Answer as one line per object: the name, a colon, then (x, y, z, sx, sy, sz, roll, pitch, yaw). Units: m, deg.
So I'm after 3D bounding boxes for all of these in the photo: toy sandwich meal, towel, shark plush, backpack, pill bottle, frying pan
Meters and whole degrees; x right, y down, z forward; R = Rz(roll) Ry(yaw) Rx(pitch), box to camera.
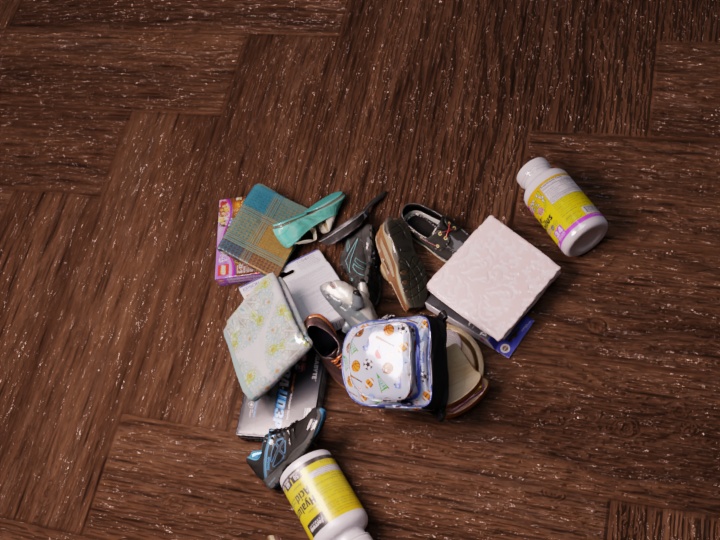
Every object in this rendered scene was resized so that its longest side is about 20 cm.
toy sandwich meal: (0.146, 0.186, 1.659, 0.203, 0.070, 0.207, -6, 63, 12)
towel: (-0.185, 0.126, 1.679, 0.171, 0.048, 0.201, -47, 48, 22)
towel: (-0.202, -0.084, 1.854, 0.146, 0.022, 0.201, 28, 55, -4)
shark plush: (-0.005, 0.103, 1.709, 0.083, 0.201, 0.091, -21, 23, 13)
towel: (0.262, 0.015, 1.698, 0.191, 0.032, 0.200, 39, 78, 24)
backpack: (0.056, 0.172, 1.583, 0.189, 0.153, 0.202, -9, 72, 37)
pill bottle: (-0.054, 0.435, 1.565, 0.111, 0.111, 0.201, -34, 61, -4)
pill bottle: (0.397, -0.132, 1.733, 0.104, 0.104, 0.201, -31, 60, -2)
frying pan: (-0.019, -0.104, 1.862, 0.114, 0.190, 0.031, -28, 98, 39)

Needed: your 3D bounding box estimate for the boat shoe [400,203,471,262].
boat shoe: (0.166, -0.073, 1.790, 0.200, 0.063, 0.074, 30, 70, 24)

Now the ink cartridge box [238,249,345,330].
ink cartridge box: (-0.127, 0.068, 1.784, 0.198, 0.041, 0.200, -26, 48, -10)

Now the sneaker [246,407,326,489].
sneaker: (-0.139, 0.320, 1.616, 0.082, 0.073, 0.200, 41, 110, 5)

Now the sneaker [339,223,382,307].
sneaker: (0.000, 0.000, 1.800, 0.079, 0.076, 0.202, -13, 53, 20)

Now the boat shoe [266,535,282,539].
boat shoe: (-0.109, 0.558, 1.552, 0.071, 0.073, 0.200, -12, 45, -26)

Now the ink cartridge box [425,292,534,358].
ink cartridge box: (0.234, 0.081, 1.711, 0.199, 0.037, 0.095, 32, 75, 24)

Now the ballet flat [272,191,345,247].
ballet flat: (-0.103, -0.103, 1.863, 0.199, 0.071, 0.067, -31, 16, -36)

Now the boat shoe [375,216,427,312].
boat shoe: (0.080, -0.008, 1.777, 0.075, 0.074, 0.202, 1, 66, -35)

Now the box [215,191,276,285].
box: (-0.246, -0.070, 1.908, 0.135, 0.039, 0.202, -8, 62, 11)

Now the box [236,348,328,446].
box: (-0.151, 0.242, 1.723, 0.157, 0.046, 0.202, 2, 64, 16)

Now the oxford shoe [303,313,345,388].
oxford shoe: (-0.043, 0.174, 1.673, 0.071, 0.073, 0.200, -42, 95, 5)
